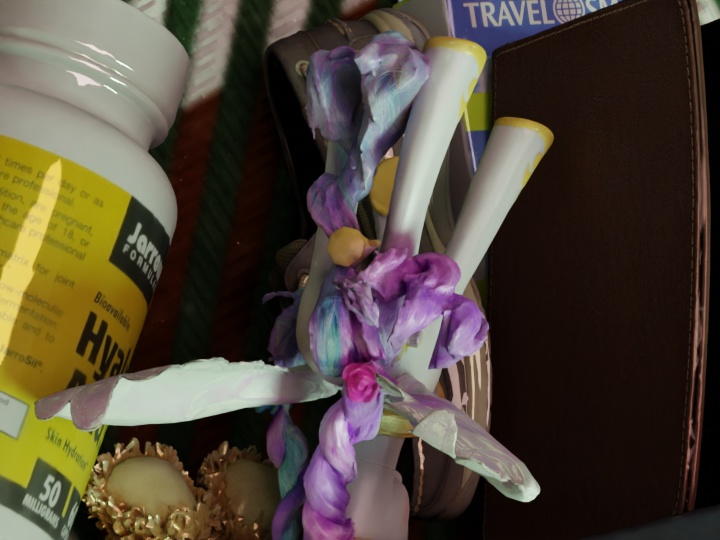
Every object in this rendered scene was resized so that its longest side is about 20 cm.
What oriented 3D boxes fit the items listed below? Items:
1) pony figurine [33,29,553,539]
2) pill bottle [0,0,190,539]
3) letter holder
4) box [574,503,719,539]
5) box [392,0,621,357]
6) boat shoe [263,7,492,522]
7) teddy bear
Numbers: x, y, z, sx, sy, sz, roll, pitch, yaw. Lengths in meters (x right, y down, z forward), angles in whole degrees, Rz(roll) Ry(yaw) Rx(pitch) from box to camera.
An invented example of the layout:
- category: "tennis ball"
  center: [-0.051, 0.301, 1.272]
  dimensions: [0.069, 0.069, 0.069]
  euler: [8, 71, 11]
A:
- category: "pony figurine"
  center: [0.001, 0.024, 0.982]
  dimensions: [0.166, 0.193, 0.201]
  euler: [10, 80, 19]
- category: "pill bottle"
  center: [-0.128, 0.003, 1.011]
  dimensions: [0.111, 0.111, 0.201]
  euler: [25, 70, -21]
- category: "letter holder"
  center: [0.123, 0.007, 1.070]
  dimensions: [0.100, 0.142, 0.201]
  euler: [6, 79, -26]
- category: "box"
  center: [0.117, 0.165, 1.009]
  dimensions: [0.199, 0.197, 0.118]
  euler: [-14, 67, 0]
- category: "box"
  center: [0.084, -0.040, 1.166]
  dimensions: [0.121, 0.048, 0.201]
  euler: [-5, 84, -28]
- category: "boat shoe"
  center: [0.000, 0.000, 1.109]
  dimensions: [0.073, 0.075, 0.201]
  euler: [-5, 76, -16]
- category: "teddy bear"
  center: [-0.062, 0.158, 1.039]
  dimensions: [0.145, 0.067, 0.201]
  euler: [-17, 97, -51]
